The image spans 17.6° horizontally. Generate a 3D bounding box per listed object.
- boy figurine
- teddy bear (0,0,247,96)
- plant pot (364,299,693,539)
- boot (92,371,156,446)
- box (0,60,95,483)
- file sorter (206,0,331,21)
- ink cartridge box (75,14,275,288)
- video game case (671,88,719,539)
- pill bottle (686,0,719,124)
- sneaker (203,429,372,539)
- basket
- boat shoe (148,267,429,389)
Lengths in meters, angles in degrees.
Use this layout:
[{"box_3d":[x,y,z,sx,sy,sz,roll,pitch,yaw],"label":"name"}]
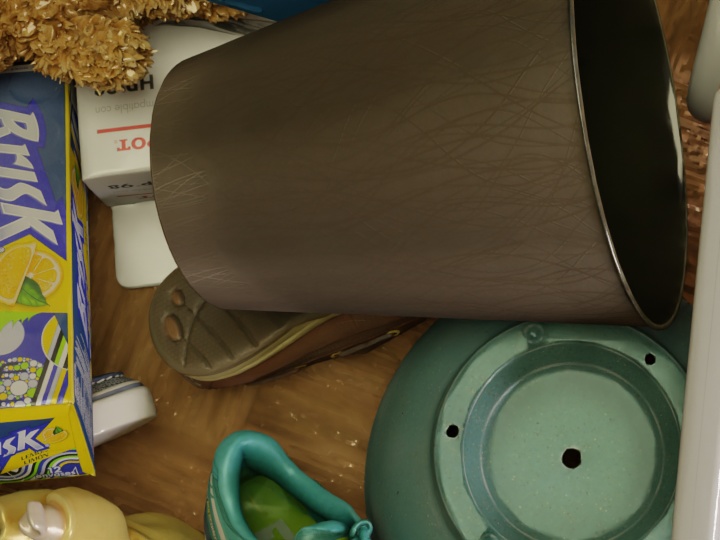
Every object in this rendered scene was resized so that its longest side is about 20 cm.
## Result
[{"box_3d":[-0.156,0.135,1.056,0.124,0.199,0.065,-33,53,42],"label":"boy figurine"},{"box_3d":[-0.131,-0.145,1.072,0.199,0.067,0.146,-1,77,9],"label":"teddy bear"},{"box_3d":[0.095,0.088,1.040,0.199,0.134,0.202,-1,79,5],"label":"plant pot"},{"box_3d":[-0.201,0.059,1.104,0.199,0.073,0.091,-16,84,3],"label":"boot"},{"box_3d":[-0.162,-0.002,1.077,0.070,0.064,0.201,-5,53,-1],"label":"box"},{"box_3d":[0.036,-0.182,1.047,0.138,0.199,0.123,-24,69,35],"label":"file sorter"},{"box_3d":[-0.077,-0.100,1.126,0.115,0.067,0.201,-6,79,4],"label":"ink cartridge box"},{"box_3d":[0.183,0.003,0.970,0.023,0.182,0.201,15,114,29],"label":"video game case"},{"box_3d":[0.258,-0.098,1.072,0.199,0.110,0.110,15,81,8],"label":"pill bottle"},{"box_3d":[-0.011,0.150,1.030,0.077,0.080,0.200,-29,53,-24],"label":"sneaker"},{"box_3d":[0.022,-0.053,0.992,0.199,0.136,0.182,-8,90,24],"label":"basket"},{"box_3d":[0.000,0.001,1.098,0.199,0.068,0.072,-23,67,5],"label":"boat shoe"}]
